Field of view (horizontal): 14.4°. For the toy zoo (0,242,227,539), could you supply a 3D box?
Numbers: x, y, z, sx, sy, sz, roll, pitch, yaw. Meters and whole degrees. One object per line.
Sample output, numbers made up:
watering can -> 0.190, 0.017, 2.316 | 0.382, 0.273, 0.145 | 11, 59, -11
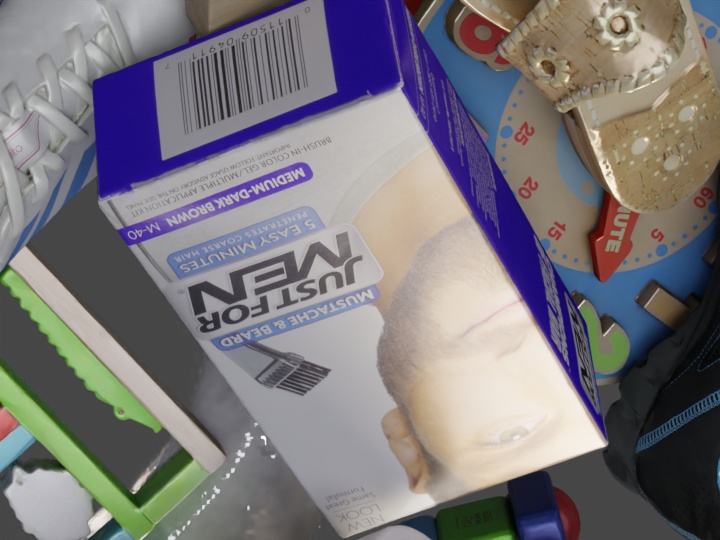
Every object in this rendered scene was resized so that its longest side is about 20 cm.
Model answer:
toy zoo -> -0.166, 0.090, 1.061 | 0.200, 0.020, 0.131 | -42, 108, 1

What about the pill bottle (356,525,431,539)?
pill bottle -> -0.052, 0.172, 1.020 | 0.200, 0.116, 0.116 | -27, 109, 23

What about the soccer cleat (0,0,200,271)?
soccer cleat -> -0.113, -0.046, 0.965 | 0.070, 0.086, 0.200 | 39, 99, -13

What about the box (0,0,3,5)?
box -> -0.136, -0.136, 0.999 | 0.121, 0.032, 0.200 | -13, 105, -1

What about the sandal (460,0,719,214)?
sandal -> 0.087, -0.079, 0.938 | 0.078, 0.070, 0.212 | -39, 138, -3

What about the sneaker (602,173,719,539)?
sneaker -> 0.163, 0.013, 1.045 | 0.073, 0.082, 0.200 | 8, 114, -32

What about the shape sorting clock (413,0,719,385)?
shape sorting clock -> 0.098, -0.048, 1.053 | 0.200, 0.039, 0.200 | -11, 118, -21

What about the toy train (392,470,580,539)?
toy train -> 0.047, 0.186, 1.101 | 0.115, 0.085, 0.200 | -13, 106, 3

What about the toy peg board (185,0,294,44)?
toy peg board -> 0.019, -0.196, 0.912 | 0.200, 0.199, 0.098 | -24, 65, -17

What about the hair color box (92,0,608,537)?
hair color box -> 0.000, 0.000, 0.979 | 0.109, 0.065, 0.200 | -20, 137, 13

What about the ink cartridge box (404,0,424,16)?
ink cartridge box -> 0.021, -0.155, 1.024 | 0.162, 0.050, 0.200 | 10, 98, -13
